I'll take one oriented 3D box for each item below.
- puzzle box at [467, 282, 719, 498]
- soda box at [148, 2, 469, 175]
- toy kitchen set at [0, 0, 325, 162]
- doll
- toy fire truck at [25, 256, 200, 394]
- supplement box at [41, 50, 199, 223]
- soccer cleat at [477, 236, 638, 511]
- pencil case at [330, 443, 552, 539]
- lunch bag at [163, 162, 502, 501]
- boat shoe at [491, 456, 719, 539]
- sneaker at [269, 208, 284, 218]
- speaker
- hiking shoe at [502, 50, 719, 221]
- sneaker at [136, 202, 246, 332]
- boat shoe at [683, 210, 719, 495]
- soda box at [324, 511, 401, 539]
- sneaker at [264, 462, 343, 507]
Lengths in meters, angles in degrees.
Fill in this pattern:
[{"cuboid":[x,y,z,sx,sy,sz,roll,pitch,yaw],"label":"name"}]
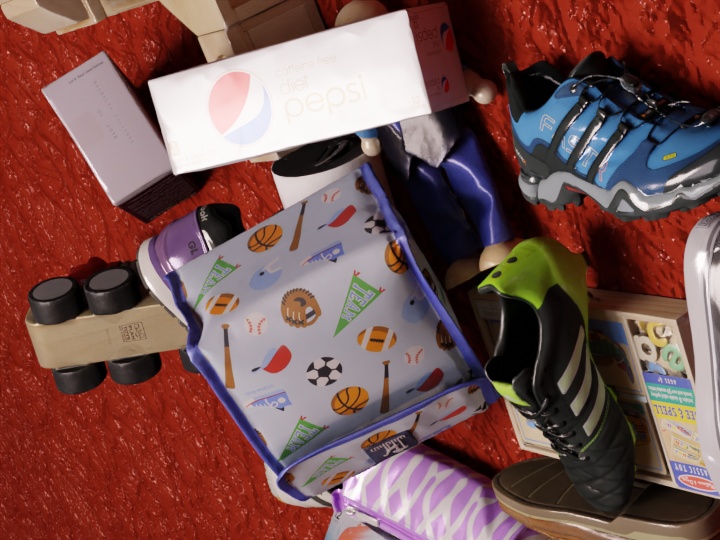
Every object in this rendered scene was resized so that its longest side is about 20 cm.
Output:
[{"cuboid":[0.162,0.075,1.117,0.200,0.025,0.133,7,123,54],"label":"puzzle box"},{"cuboid":[-0.036,-0.117,1.086,0.200,0.064,0.068,-11,97,29],"label":"soda box"},{"cuboid":[-0.147,-0.156,1.229,0.200,0.163,0.181,0,117,56],"label":"toy kitchen set"},{"cuboid":[0.045,-0.093,1.117,0.136,0.048,0.200,-28,90,51],"label":"doll"},{"cuboid":[-0.191,0.023,1.501,0.200,0.176,0.129,-88,-13,-61],"label":"toy fire truck"},{"cuboid":[-0.190,-0.104,1.360,0.109,0.061,0.200,58,179,3],"label":"supplement box"},{"cuboid":[0.123,0.075,1.067,0.067,0.081,0.200,12,126,52],"label":"soccer cleat"},{"cuboid":[0.067,0.192,1.303,0.200,0.085,0.084,20,128,46],"label":"pencil case"},{"cuboid":[-0.011,0.060,1.152,0.200,0.170,0.124,61,-176,-36],"label":"lunch bag"},{"cuboid":[0.169,0.179,1.152,0.200,0.072,0.068,9,123,53],"label":"boat shoe"},{"cuboid":[-0.051,0.054,1.331,0.075,0.106,0.200,3,119,55],"label":"sneaker"},{"cuboid":[0.000,0.000,1.233,0.081,0.081,0.200,14,129,50],"label":"speaker"},{"cuboid":[0.148,-0.080,0.949,0.200,0.074,0.087,3,120,55],"label":"hiking shoe"},{"cuboid":[-0.066,0.035,1.220,0.087,0.076,0.200,-33,116,24],"label":"sneaker"},{"cuboid":[0.237,0.061,0.959,0.066,0.070,0.200,15,121,52],"label":"boat shoe"},{"cuboid":[0.040,0.256,1.363,0.200,0.068,0.064,21,93,60],"label":"soda box"},{"cuboid":[-0.044,0.117,1.431,0.088,0.076,0.200,7,127,35],"label":"sneaker"}]
